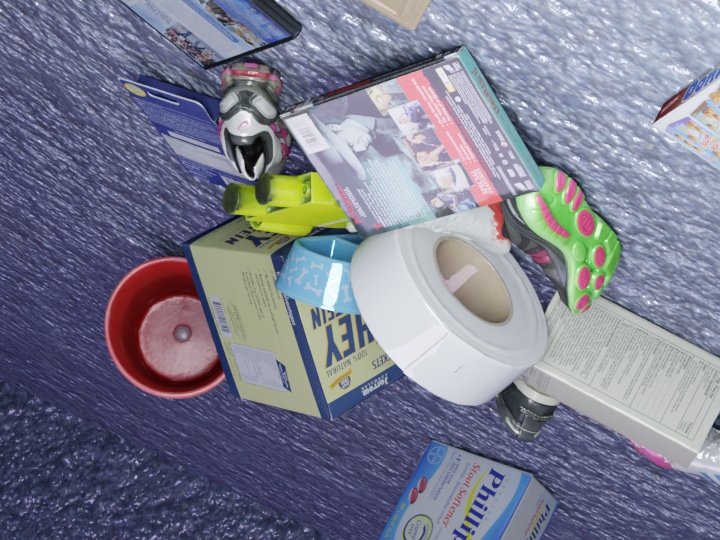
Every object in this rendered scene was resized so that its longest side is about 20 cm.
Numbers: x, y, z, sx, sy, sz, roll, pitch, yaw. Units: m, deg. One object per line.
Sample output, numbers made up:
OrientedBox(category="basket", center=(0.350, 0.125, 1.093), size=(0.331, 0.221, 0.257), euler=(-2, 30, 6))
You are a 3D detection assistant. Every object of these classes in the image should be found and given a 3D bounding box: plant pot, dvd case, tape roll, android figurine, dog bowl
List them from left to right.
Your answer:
OrientedBox(category="plant pot", center=(-0.260, 0.088, 2.394), size=(0.200, 0.201, 0.177), euler=(30, 173, 1))
OrientedBox(category="dvd case", center=(-0.153, -0.248, 1.549), size=(0.143, 0.018, 0.200), euler=(38, 160, -23))
OrientedBox(category="android figurine", center=(-0.032, -0.066, 1.677), size=(0.199, 0.041, 0.182), euler=(6, 169, -37))
OrientedBox(category="dog bowl", center=(0.000, 0.000, 1.698), size=(0.111, 0.050, 0.200), euler=(22, -165, 33))
OrientedBox(category="dvd case", center=(0.043, -0.107, 1.448), size=(0.199, 0.022, 0.146), euler=(-16, 120, 37))
OrientedBox(category="tape roll", center=(0.087, 0.029, 1.617), size=(0.202, 0.203, 0.071), euler=(37, 123, -20))

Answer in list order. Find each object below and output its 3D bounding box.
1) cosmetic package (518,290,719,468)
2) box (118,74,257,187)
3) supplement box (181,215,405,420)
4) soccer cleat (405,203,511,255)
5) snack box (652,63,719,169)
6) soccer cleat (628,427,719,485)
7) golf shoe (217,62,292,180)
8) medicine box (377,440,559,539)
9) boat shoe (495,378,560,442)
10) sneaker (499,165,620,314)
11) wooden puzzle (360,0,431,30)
OrientedBox(category="cosmetic package", center=(0.267, 0.103, 1.687), size=(0.199, 0.104, 0.073), euler=(29, 163, 9))
OrientedBox(category="box", center=(-0.173, -0.151, 1.822), size=(0.121, 0.032, 0.200), euler=(20, 161, 29))
OrientedBox(category="supplement box", center=(-0.068, 0.039, 1.870), size=(0.199, 0.134, 0.201), euler=(8, 120, 51))
OrientedBox(category="soccer cleat", center=(0.072, -0.062, 1.577), size=(0.068, 0.085, 0.200), euler=(11, 154, 46))
OrientedBox(category="snack box", center=(0.280, -0.120, 1.184), size=(0.072, 0.024, 0.200), euler=(32, 162, -7))
OrientedBox(category="soccer cleat", center=(0.388, 0.193, 1.818), size=(0.199, 0.070, 0.086), euler=(27, 146, 5))
OrientedBox(category="golf shoe", center=(-0.112, -0.127, 1.672), size=(0.072, 0.093, 0.200), euler=(5, 161, 6))
OrientedBox(category="medicine box", center=(0.158, 0.372, 2.463), size=(0.199, 0.183, 0.103), euler=(14, 157, 42))
OrientedBox(category="boat shoe", center=(0.163, 0.113, 1.813), size=(0.071, 0.068, 0.200), euler=(12, -158, -14))
OrientedBox(category="sneaker", center=(0.177, -0.036, 1.526), size=(0.084, 0.077, 0.200), euler=(32, 161, 42))
OrientedBox(category="wooden puzzle", center=(-0.017, -0.266, 1.259), size=(0.185, 0.037, 0.200), euler=(31, 167, -2))
